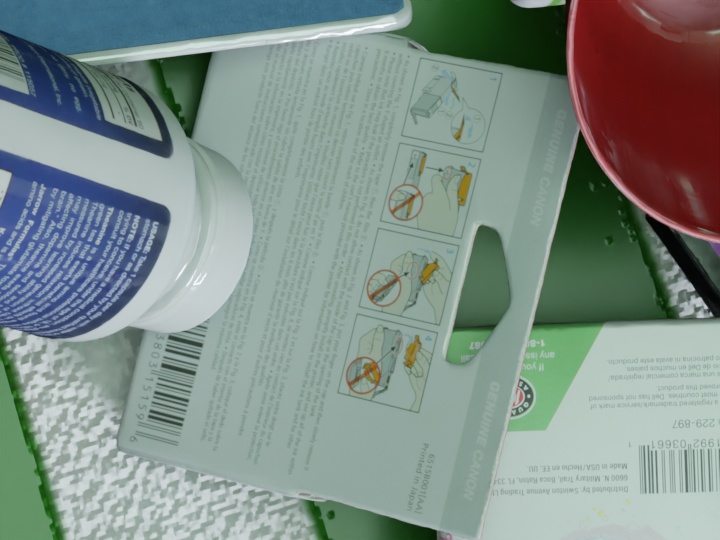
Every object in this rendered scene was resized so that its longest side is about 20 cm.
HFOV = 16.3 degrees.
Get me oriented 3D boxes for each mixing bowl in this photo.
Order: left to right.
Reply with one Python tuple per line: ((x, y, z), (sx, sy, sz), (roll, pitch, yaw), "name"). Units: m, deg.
((0.162, -0.124, 1.013), (0.198, 0.109, 0.202), (-7, 120, -12), "mixing bowl")

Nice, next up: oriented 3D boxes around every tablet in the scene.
((-0.086, -0.143, 1.083), (0.198, 0.014, 0.131), (-8, 57, -9), "tablet")

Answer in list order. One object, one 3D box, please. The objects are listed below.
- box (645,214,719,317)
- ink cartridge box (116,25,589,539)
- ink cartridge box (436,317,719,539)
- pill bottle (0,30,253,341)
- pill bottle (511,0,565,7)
((0.250, -0.028, 1.162), (0.199, 0.036, 0.143), (-36, 96, -7), "box")
((0.000, 0.000, 1.072), (0.172, 0.044, 0.202), (13, 87, 21), "ink cartridge box")
((0.106, 0.123, 1.095), (0.144, 0.088, 0.202), (-2, 88, 5), "ink cartridge box")
((-0.136, -0.033, 1.001), (0.199, 0.110, 0.112), (19, 85, -51), "pill bottle")
((0.157, -0.183, 1.108), (0.198, 0.111, 0.112), (-8, 91, -10), "pill bottle")
